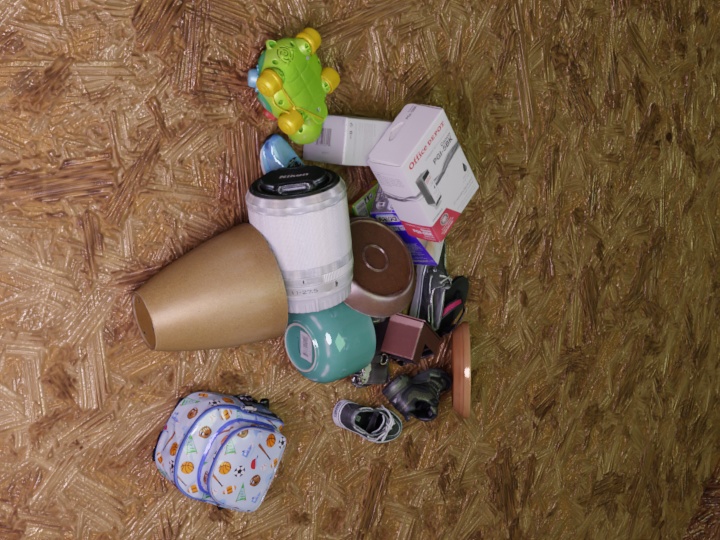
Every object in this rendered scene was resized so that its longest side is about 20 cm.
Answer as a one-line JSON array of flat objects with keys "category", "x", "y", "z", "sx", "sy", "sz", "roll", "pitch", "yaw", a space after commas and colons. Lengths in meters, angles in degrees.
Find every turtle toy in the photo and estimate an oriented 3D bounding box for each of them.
[{"category": "turtle toy", "x": -0.112, "y": -0.291, "z": 1.572, "sx": 0.146, "sy": 0.100, "sz": 0.201, "roll": -51, "pitch": 132, "yaw": -27}]

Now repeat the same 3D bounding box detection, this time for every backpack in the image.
[{"category": "backpack", "x": -0.227, "y": 0.291, "z": 1.541, "sx": 0.189, "sy": 0.153, "sz": 0.203, "roll": 25, "pitch": 83, "yaw": -37}]

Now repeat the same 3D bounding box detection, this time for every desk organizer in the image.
[{"category": "desk organizer", "x": 0.099, "y": 0.143, "z": 1.861, "sx": 0.200, "sy": 0.071, "sz": 0.078, "roll": 45, "pitch": 61, "yaw": -70}]

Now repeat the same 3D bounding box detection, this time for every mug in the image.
[{"category": "mug", "x": -0.071, "y": 0.104, "z": 1.677, "sx": 0.113, "sy": 0.152, "sz": 0.187, "roll": -19, "pitch": 73, "yaw": -40}]

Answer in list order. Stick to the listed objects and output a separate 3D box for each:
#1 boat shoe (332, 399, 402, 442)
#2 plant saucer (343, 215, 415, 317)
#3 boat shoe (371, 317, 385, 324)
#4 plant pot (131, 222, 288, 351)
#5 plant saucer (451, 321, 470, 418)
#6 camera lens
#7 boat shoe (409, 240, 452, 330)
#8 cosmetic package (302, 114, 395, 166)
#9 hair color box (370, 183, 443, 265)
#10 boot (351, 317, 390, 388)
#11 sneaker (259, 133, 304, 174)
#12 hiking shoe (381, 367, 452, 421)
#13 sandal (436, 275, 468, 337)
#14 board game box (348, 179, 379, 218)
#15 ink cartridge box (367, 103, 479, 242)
[{"category": "boat shoe", "x": 0.031, "y": 0.298, "z": 1.880, "sx": 0.199, "sy": 0.067, "sz": 0.075, "roll": 34, "pitch": 73, "yaw": -46}, {"category": "plant saucer", "x": 0.020, "y": -0.016, "z": 1.687, "sx": 0.198, "sy": 0.034, "sz": 0.203, "roll": 16, "pitch": 56, "yaw": -25}, {"category": "boat shoe", "x": 0.000, "y": 0.000, "z": 1.736, "sx": 0.060, "sy": 0.072, "sz": 0.204, "roll": -4, "pitch": 74, "yaw": -21}, {"category": "plant pot", "x": -0.239, "y": 0.047, "z": 1.464, "sx": 0.198, "sy": 0.186, "sz": 0.189, "roll": -21, "pitch": 114, "yaw": -28}, {"category": "plant saucer", "x": 0.210, "y": 0.208, "z": 2.018, "sx": 0.200, "sy": 0.037, "sz": 0.204, "roll": 0, "pitch": 90, "yaw": -86}, {"category": "camera lens", "x": -0.094, "y": -0.055, "z": 1.521, "sx": 0.159, "sy": 0.158, "sz": 0.203, "roll": -28, "pitch": 122, "yaw": -41}, {"category": "boat shoe", "x": 0.154, "y": 0.025, "z": 1.953, "sx": 0.072, "sy": 0.070, "sz": 0.204, "roll": -1, "pitch": 102, "yaw": -55}, {"category": "cosmetic package", "x": 0.004, "y": -0.231, "z": 1.710, "sx": 0.198, "sy": 0.107, "sz": 0.086, "roll": -3, "pitch": 101, "yaw": -46}, {"category": "hair color box", "x": 0.099, "y": -0.105, "z": 1.848, "sx": 0.200, "sy": 0.064, "sz": 0.111, "roll": 45, "pitch": 54, "yaw": -48}, {"category": "boot", "x": 0.011, "y": 0.137, "z": 1.824, "sx": 0.199, "sy": 0.069, "sz": 0.177, "roll": 14, "pitch": 87, "yaw": -51}, {"category": "sneaker", "x": -0.087, "y": -0.151, "z": 1.612, "sx": 0.201, "sy": 0.089, "sz": 0.079, "roll": 51, "pitch": 48, "yaw": -19}, {"category": "hiking shoe", "x": 0.127, "y": 0.260, "z": 1.940, "sx": 0.198, "sy": 0.076, "sz": 0.102, "roll": -4, "pitch": 58, "yaw": -49}, {"category": "sandal", "x": 0.185, "y": 0.100, "z": 2.026, "sx": 0.201, "sy": 0.045, "sz": 0.075, "roll": -56, "pitch": 133, "yaw": -24}, {"category": "board game box", "x": 0.034, "y": -0.062, "z": 1.837, "sx": 0.095, "sy": 0.030, "sz": 0.202, "roll": -42, "pitch": 124, "yaw": -37}, {"category": "ink cartridge box", "x": 0.115, "y": -0.173, "z": 1.710, "sx": 0.148, "sy": 0.082, "sz": 0.201, "roll": -54, "pitch": 136, "yaw": -21}]
